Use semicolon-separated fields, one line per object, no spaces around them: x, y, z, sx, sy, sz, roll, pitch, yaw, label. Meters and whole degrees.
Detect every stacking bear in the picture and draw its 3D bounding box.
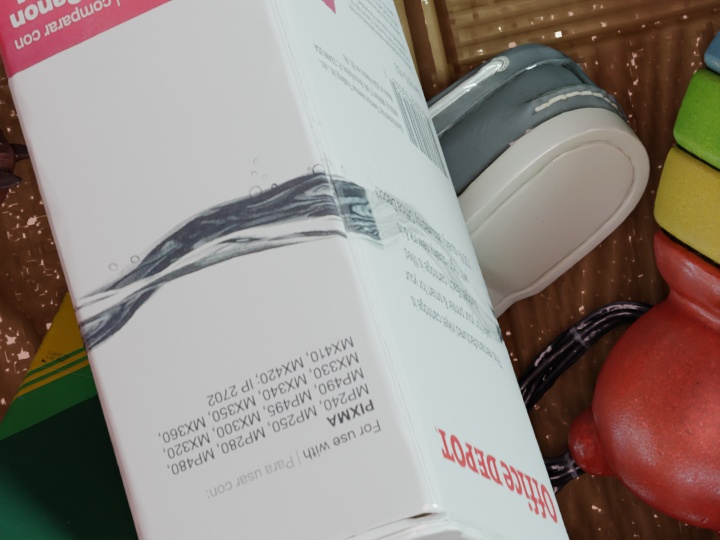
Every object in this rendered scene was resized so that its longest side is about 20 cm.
0.138;-0.014;0.804;0.121;0.114;0.201;26;98;2;stacking bear

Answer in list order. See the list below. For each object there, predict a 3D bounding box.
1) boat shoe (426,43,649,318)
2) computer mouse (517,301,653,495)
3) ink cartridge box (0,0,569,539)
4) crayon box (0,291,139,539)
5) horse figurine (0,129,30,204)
0.000;0.000;0.848;0.200;0.073;0.062;-36;49;12;boat shoe
0.053;0.103;0.856;0.058;0.034;0.201;21;95;2;computer mouse
-0.021;0.000;0.732;0.084;0.145;0.201;-22;71;14;ink cartridge box
-0.092;0.134;0.770;0.058;0.173;0.201;11;114;0;crayon box
-0.194;-0.029;0.753;0.133;0.050;0.200;44;122;-13;horse figurine
